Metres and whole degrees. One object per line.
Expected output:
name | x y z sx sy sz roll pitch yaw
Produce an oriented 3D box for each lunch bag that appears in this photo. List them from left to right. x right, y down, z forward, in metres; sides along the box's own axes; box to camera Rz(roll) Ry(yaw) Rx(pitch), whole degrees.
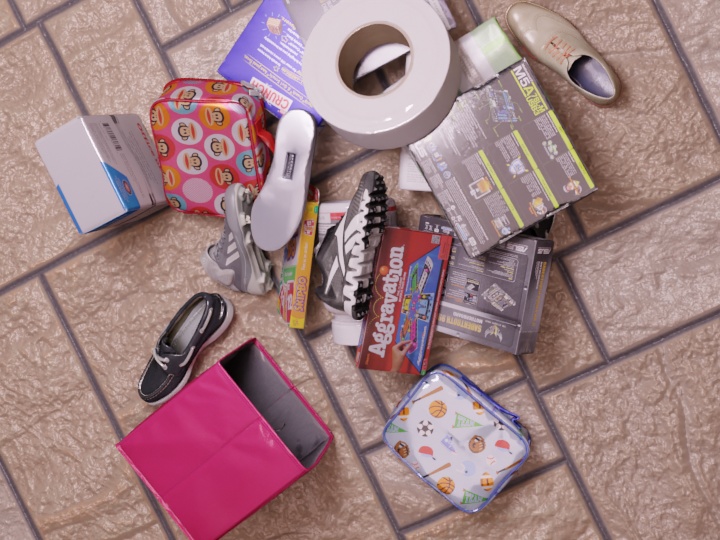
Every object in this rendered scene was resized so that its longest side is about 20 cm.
lunch bag | -0.197 -0.171 1.734 0.176 0.082 0.200 4 127 11
lunch bag | 0.144 0.240 1.759 0.200 0.076 0.160 39 99 5

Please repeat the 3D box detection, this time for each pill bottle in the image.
pill bottle | 0.000 0.000 1.736 0.114 0.114 0.201 -3 96 10

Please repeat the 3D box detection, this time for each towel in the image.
towel | 0.135 -0.225 1.643 0.200 0.031 0.149 -34 91 11

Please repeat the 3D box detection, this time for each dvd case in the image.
dvd case | 0.011 -0.350 1.664 0.200 0.016 0.149 -26 86 9

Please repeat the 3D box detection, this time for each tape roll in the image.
tape roll | 0.027 -0.263 1.596 0.202 0.071 0.203 -4 77 17

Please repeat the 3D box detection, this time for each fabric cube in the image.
fabric cube | -0.188 0.245 1.756 0.199 0.196 0.200 -40 89 11

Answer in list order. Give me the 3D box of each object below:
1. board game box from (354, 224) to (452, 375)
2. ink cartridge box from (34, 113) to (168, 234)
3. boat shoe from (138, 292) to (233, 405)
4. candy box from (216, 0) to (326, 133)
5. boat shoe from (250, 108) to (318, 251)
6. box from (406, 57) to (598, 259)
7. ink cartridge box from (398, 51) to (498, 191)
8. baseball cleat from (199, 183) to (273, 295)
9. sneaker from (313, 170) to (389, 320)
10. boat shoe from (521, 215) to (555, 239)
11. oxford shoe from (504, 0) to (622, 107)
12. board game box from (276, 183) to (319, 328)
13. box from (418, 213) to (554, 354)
board game box | 0.059 0.042 1.688 0.103 0.019 0.201 7 99 -18
ink cartridge box | -0.355 -0.140 1.740 0.084 0.200 0.146 -27 91 14
boat shoe | -0.272 0.112 1.808 0.076 0.060 0.200 39 97 32
candy box | -0.078 -0.314 1.734 0.169 0.077 0.200 37 99 4
boat shoe | -0.099 -0.125 1.690 0.071 0.070 0.201 13 98 9
box | 0.180 -0.146 1.610 0.193 0.048 0.200 -30 89 6
ink cartridge box | 0.135 -0.208 1.703 0.146 0.086 0.201 4 95 9
baseball cleat | -0.188 -0.039 1.751 0.106 0.070 0.200 2 130 16
sneaker | -0.020 -0.039 1.641 0.090 0.066 0.201 15 101 24
boat shoe | 0.230 -0.051 1.717 0.075 0.060 0.201 10 98 9
oxford shoe | 0.280 -0.302 1.673 0.200 0.074 0.071 38 101 4
board game box | -0.089 -0.026 1.753 0.030 0.096 0.201 7 101 -17
box | 0.161 0.016 1.697 0.200 0.048 0.159 15 100 39
